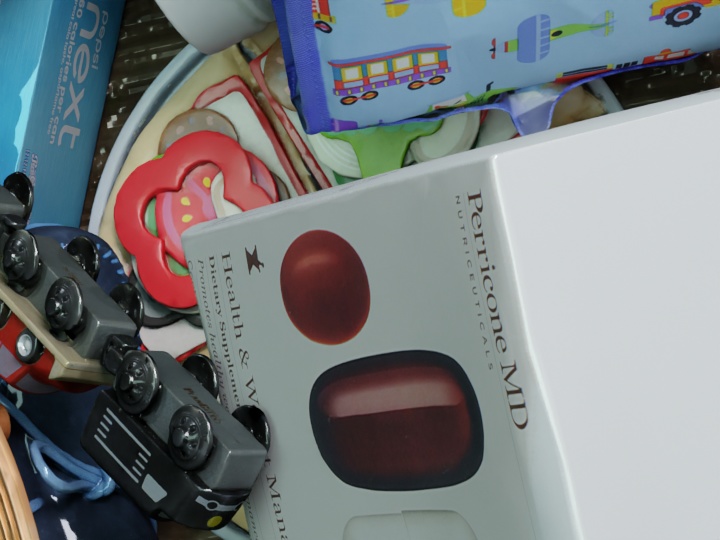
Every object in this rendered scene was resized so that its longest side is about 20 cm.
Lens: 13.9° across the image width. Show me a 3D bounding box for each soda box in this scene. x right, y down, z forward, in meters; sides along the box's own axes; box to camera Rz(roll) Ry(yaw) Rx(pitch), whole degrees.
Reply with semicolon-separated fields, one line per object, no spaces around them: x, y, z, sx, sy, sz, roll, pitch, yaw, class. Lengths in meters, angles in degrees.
-0.122;-0.081;0.990;0.067;0.064;0.201;11;88;17;soda box

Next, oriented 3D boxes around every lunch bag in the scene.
0.044;-0.111;0.846;0.150;0.201;0.094;-14;47;-3;lunch bag

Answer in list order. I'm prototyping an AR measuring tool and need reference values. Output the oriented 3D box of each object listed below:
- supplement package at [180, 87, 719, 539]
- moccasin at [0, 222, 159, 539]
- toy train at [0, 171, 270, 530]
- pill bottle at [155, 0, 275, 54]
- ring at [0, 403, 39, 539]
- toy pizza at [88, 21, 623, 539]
0.070;0.056;0.819;0.146;0.200;0.193;-14;90;-27;supplement package
-0.087;0.087;0.949;0.068;0.080;0.201;18;113;58;moccasin
-0.093;0.014;0.886;0.200;0.034;0.046;42;116;40;toy train
0.018;-0.151;0.929;0.199;0.112;0.113;-27;79;11;pill bottle
-0.141;0.107;0.948;0.200;0.019;0.202;18;112;54;ring
0.000;0.000;0.965;0.199;0.032;0.202;-1;85;16;toy pizza
